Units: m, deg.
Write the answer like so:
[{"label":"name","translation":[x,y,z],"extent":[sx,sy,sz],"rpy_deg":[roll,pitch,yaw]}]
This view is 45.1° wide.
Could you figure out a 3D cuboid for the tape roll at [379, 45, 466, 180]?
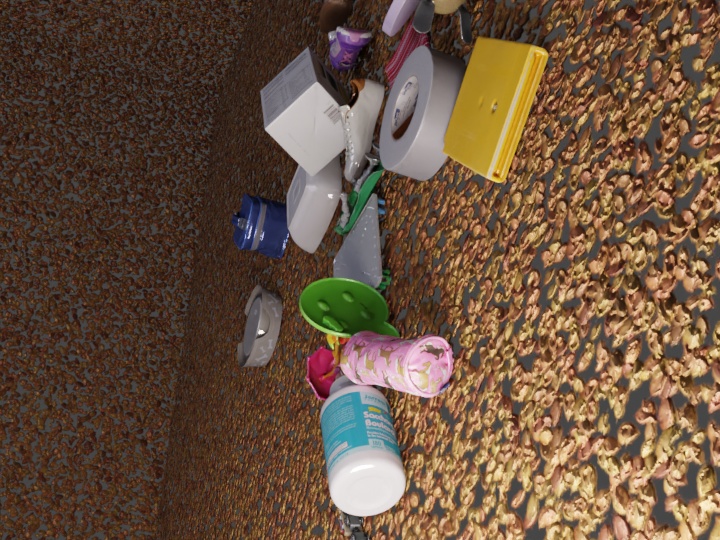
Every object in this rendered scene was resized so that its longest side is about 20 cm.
[{"label":"tape roll","translation":[0.098,-0.252,1.397],"extent":[0.200,0.065,0.205],"rpy_deg":[-165,89,-71]}]

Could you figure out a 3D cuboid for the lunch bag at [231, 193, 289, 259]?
[{"label":"lunch bag","translation":[-0.264,-0.121,2.248],"extent":[0.200,0.129,0.139],"rpy_deg":[-148,73,-70]}]

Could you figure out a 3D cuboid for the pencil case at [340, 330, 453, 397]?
[{"label":"pencil case","translation":[0.048,0.126,1.206],"extent":[0.199,0.086,0.084],"rpy_deg":[-4,53,60]}]

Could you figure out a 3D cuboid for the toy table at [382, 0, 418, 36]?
[{"label":"toy table","translation":[0.064,-0.536,1.534],"extent":[0.201,0.116,0.184],"rpy_deg":[-53,-3,17]}]

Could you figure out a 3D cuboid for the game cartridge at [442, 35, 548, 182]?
[{"label":"game cartridge","translation":[0.180,-0.229,1.204],"extent":[0.200,0.032,0.180],"rpy_deg":[-124,50,-69]}]

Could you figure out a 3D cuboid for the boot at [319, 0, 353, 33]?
[{"label":"boot","translation":[-0.041,-0.700,2.128],"extent":[0.200,0.069,0.149],"rpy_deg":[130,155,-50]}]

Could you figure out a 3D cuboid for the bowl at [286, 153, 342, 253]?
[{"label":"bowl","translation":[-0.111,-0.167,1.931],"extent":[0.202,0.073,0.202],"rpy_deg":[-96,26,-47]}]

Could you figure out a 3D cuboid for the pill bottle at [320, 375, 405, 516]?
[{"label":"pill bottle","translation":[-0.002,0.245,1.266],"extent":[0.202,0.108,0.112],"rpy_deg":[-104,33,-53]}]

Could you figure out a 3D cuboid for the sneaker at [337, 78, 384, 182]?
[{"label":"sneaker","translation":[-0.017,-0.281,1.722],"extent":[0.073,0.083,0.205],"rpy_deg":[-160,83,-69]}]

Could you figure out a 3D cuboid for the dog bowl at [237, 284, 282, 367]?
[{"label":"dog bowl","translation":[-0.245,0.141,2.123],"extent":[0.200,0.057,0.205],"rpy_deg":[-165,89,-71]}]

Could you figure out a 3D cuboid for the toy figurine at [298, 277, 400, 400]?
[{"label":"toy figurine","translation":[-0.023,0.145,1.426],"extent":[0.199,0.148,0.188],"rpy_deg":[40,134,37]}]

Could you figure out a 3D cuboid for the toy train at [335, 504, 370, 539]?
[{"label":"toy train","translation":[-0.015,0.382,1.332],"extent":[0.201,0.033,0.047],"rpy_deg":[-115,30,-60]}]

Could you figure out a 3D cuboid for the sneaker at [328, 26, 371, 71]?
[{"label":"sneaker","translation":[-0.028,-0.488,1.923],"extent":[0.200,0.078,0.091],"rpy_deg":[-146,65,-75]}]

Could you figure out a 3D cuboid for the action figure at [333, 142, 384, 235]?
[{"label":"action figure","translation":[-0.004,-0.139,1.605],"extent":[0.202,0.054,0.119],"rpy_deg":[-63,-4,38]}]

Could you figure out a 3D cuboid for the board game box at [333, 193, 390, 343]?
[{"label":"board game box","translation":[0.000,0.000,1.563],"extent":[0.201,0.025,0.203],"rpy_deg":[123,153,-44]}]

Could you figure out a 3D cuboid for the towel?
[{"label":"towel","translation":[0.088,-0.369,1.576],"extent":[0.203,0.022,0.146],"rpy_deg":[-96,27,-45]}]

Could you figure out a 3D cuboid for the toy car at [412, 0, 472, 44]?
[{"label":"toy car","translation":[0.118,-0.447,1.361],"extent":[0.158,0.160,0.205],"rpy_deg":[138,129,-58]}]

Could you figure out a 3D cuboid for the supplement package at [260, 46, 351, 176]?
[{"label":"supplement package","translation":[-0.108,-0.341,1.850],"extent":[0.150,0.152,0.202],"rpy_deg":[-38,32,15]}]
